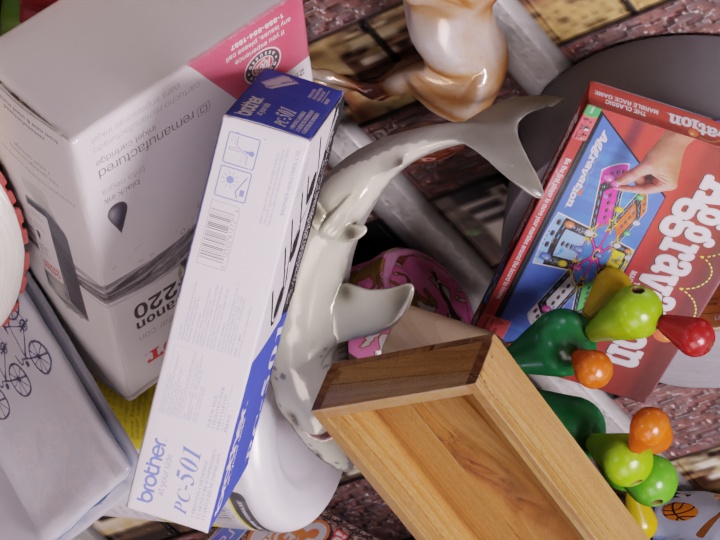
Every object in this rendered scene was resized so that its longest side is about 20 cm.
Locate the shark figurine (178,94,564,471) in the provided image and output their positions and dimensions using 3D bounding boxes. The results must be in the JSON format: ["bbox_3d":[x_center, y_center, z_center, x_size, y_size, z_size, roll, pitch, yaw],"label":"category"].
[{"bbox_3d":[-0.002,-0.022,1.336,0.128,0.090,0.215,33,108,-3],"label":"shark figurine"}]

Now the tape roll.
[{"bbox_3d":[0.174,-0.027,1.372,0.200,0.066,0.200,7,139,6],"label":"tape roll"}]

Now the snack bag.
[{"bbox_3d":[-0.208,0.068,1.416,0.189,0.021,0.200,57,138,7],"label":"snack bag"}]

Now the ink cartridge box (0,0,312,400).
[{"bbox_3d":[-0.098,-0.053,1.334,0.085,0.146,0.200,41,154,30],"label":"ink cartridge box"}]

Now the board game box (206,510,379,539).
[{"bbox_3d":[0.004,0.243,1.629,0.200,0.097,0.160,25,151,38],"label":"board game box"}]

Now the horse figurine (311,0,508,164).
[{"bbox_3d":[0.026,-0.119,1.314,0.132,0.050,0.200,7,138,14],"label":"horse figurine"}]

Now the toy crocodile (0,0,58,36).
[{"bbox_3d":[-0.146,-0.145,1.315,0.067,0.062,0.200,7,139,5],"label":"toy crocodile"}]

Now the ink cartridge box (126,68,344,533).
[{"bbox_3d":[-0.059,0.013,1.263,0.044,0.094,0.200,17,109,4],"label":"ink cartridge box"}]

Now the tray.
[{"bbox_3d":[0.072,0.115,1.321,0.099,0.037,0.200,-11,129,36],"label":"tray"}]

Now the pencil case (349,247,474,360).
[{"bbox_3d":[-0.030,0.055,1.502,0.200,0.083,0.086,-25,152,34],"label":"pencil case"}]

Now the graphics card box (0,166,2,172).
[{"bbox_3d":[-0.217,-0.039,1.463,0.200,0.051,0.126,17,140,-4],"label":"graphics card box"}]

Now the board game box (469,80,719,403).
[{"bbox_3d":[0.130,-0.009,1.337,0.103,0.019,0.200,16,140,-6],"label":"board game box"}]

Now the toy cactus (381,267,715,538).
[{"bbox_3d":[0.094,0.061,1.363,0.165,0.102,0.200,29,144,10],"label":"toy cactus"}]

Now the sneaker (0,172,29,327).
[{"bbox_3d":[-0.223,-0.040,1.290,0.078,0.082,0.200,21,141,37],"label":"sneaker"}]

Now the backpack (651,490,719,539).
[{"bbox_3d":[0.177,0.220,1.559,0.154,0.191,0.200,16,126,7],"label":"backpack"}]

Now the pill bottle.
[{"bbox_3d":[-0.115,0.078,1.442,0.200,0.112,0.112,3,140,27],"label":"pill bottle"}]
